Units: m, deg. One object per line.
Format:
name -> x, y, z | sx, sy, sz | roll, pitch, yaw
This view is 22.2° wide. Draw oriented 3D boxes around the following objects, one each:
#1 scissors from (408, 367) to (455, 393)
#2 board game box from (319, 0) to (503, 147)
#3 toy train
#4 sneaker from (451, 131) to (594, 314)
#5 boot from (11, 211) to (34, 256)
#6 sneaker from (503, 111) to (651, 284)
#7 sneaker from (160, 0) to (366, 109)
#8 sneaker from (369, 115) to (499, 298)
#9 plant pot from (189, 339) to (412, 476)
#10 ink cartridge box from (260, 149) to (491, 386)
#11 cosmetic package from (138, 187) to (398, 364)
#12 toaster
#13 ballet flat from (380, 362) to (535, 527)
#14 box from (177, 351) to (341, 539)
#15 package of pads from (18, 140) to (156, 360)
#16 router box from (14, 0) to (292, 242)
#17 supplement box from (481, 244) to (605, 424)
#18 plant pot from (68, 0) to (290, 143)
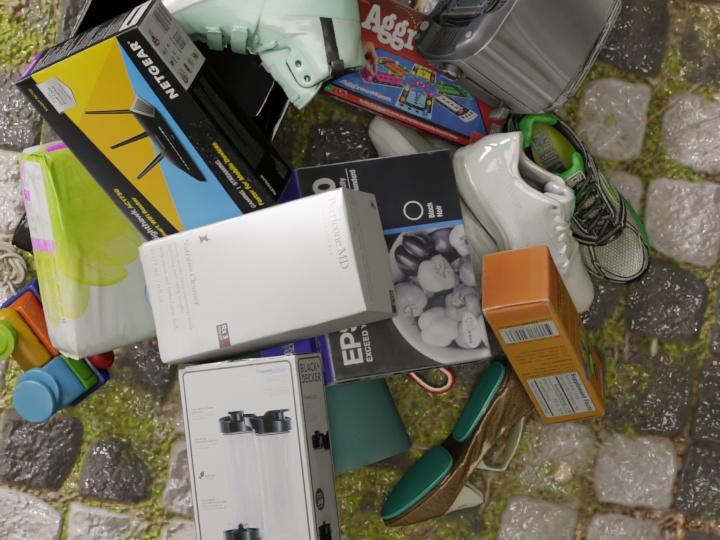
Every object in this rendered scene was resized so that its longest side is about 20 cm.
scissors -> 0.028, 0.034, 1.781 | 0.200, 0.014, 0.073 | 44, 98, -3
board game box -> 0.056, -0.183, 1.695 | 0.200, 0.019, 0.103 | 18, 82, -32
toy train -> -0.331, 0.049, 1.742 | 0.085, 0.116, 0.200 | -36, 93, 20
sneaker -> 0.170, -0.042, 1.689 | 0.088, 0.075, 0.200 | -24, 116, 34
boot -> -0.234, -0.073, 1.770 | 0.131, 0.068, 0.200 | 31, 96, -13
sneaker -> 0.201, -0.068, 1.728 | 0.078, 0.085, 0.200 | -38, 93, 5
sneaker -> -0.094, -0.187, 1.557 | 0.200, 0.074, 0.118 | -15, 88, 2
sneaker -> 0.059, -0.053, 1.740 | 0.088, 0.075, 0.200 | -37, 94, 17
plant pot -> -0.070, 0.116, 1.708 | 0.200, 0.201, 0.161 | -17, 88, 4
ink cartridge box -> 0.000, 0.000, 1.631 | 0.200, 0.043, 0.198 | -9, 77, -8
cosmetic package -> -0.078, 0.007, 1.576 | 0.200, 0.081, 0.113 | -17, 80, 22
toaster -> 0.151, -0.237, 1.678 | 0.129, 0.114, 0.200 | 39, 73, -31
ballet flat -> 0.104, 0.181, 1.775 | 0.072, 0.068, 0.200 | 36, 92, -20
box -> -0.084, 0.174, 1.579 | 0.117, 0.060, 0.200 | -9, 87, 22
package of pads -> -0.227, -0.030, 1.700 | 0.154, 0.068, 0.200 | -16, 105, -30
router box -> -0.175, -0.121, 1.569 | 0.149, 0.051, 0.200 | -18, 122, 35
supplement box -> 0.169, 0.062, 1.688 | 0.069, 0.200, 0.067 | -10, 52, 16
plant pot -> -0.135, -0.223, 1.684 | 0.199, 0.177, 0.200 | 26, 97, 0
